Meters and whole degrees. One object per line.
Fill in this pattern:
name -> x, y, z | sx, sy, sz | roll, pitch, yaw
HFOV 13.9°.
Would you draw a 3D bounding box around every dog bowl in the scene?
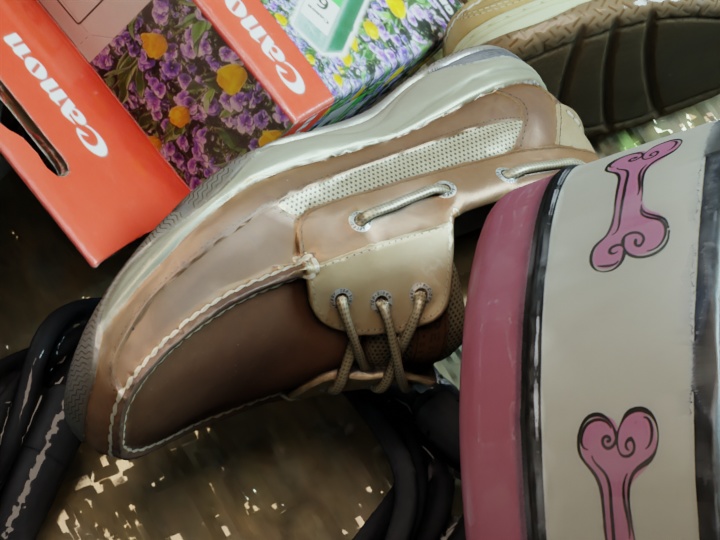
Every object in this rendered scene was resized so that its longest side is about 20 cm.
dog bowl -> 0.081, 0.058, 0.833 | 0.074, 0.200, 0.201 | -3, 55, 14

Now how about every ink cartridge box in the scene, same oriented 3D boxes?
ink cartridge box -> -0.052, -0.083, 0.918 | 0.109, 0.050, 0.200 | 51, 31, 2

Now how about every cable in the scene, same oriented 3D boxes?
cable -> -0.056, 0.070, 0.887 | 0.200, 0.051, 0.163 | -26, 60, -19

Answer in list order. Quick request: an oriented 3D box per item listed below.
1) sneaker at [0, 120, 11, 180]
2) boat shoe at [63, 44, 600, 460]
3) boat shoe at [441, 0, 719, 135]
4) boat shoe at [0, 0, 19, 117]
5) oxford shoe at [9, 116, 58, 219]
sneaker -> -0.222, -0.063, 0.951 | 0.200, 0.073, 0.114 | 36, 64, 18
boat shoe -> 0.000, 0.000, 0.881 | 0.200, 0.076, 0.072 | -34, 61, -29
boat shoe -> 0.107, -0.101, 1.007 | 0.199, 0.072, 0.076 | -14, 61, -28
boat shoe -> -0.150, -0.001, 0.878 | 0.071, 0.072, 0.201 | 9, 59, -7
oxford shoe -> -0.094, -0.091, 0.995 | 0.074, 0.071, 0.200 | -1, 53, -36
